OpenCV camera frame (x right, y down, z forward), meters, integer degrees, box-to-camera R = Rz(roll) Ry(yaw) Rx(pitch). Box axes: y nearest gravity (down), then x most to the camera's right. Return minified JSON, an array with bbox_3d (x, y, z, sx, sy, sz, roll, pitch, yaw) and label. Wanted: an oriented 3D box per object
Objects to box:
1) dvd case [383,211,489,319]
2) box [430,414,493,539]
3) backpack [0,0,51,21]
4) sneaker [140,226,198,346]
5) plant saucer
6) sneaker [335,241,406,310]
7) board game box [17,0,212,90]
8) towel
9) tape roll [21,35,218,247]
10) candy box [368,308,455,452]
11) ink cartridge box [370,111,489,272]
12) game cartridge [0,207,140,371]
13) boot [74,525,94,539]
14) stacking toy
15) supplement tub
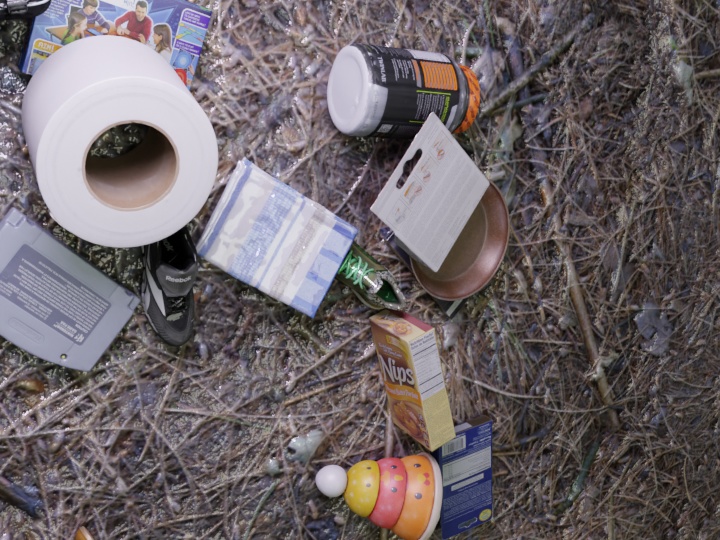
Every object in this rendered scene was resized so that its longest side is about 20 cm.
[{"bbox_3d":[0.139,-0.040,1.365,0.149,0.016,0.200,-49,123,-11],"label":"dvd case"},{"bbox_3d":[0.181,0.368,1.505,0.119,0.032,0.204,-13,110,-28],"label":"box"},{"bbox_3d":[-0.405,-0.351,0.846,0.175,0.150,0.204,-15,107,-23],"label":"backpack"},{"bbox_3d":[-0.244,0.011,1.095,0.065,0.090,0.204,-12,111,-27],"label":"sneaker"},{"bbox_3d":[0.149,-0.055,1.336,0.197,0.036,0.204,-9,107,-29],"label":"plant saucer"},{"bbox_3d":[0.000,0.000,1.246,0.199,0.088,0.078,32,87,-34],"label":"sneaker"},{"bbox_3d":[-0.287,-0.275,1.004,0.197,0.034,0.137,11,106,-35],"label":"board game box"},{"bbox_3d":[-0.114,-0.042,1.167,0.198,0.024,0.148,30,89,-17],"label":"towel"},{"bbox_3d":[-0.275,-0.147,0.970,0.200,0.139,0.206,-15,127,-21],"label":"tape roll"},{"bbox_3d":[0.082,0.168,1.332,0.055,0.115,0.203,-25,117,-23],"label":"candy box"},{"bbox_3d":[0.092,-0.111,1.207,0.200,0.050,0.162,38,83,-47],"label":"ink cartridge box"},{"bbox_3d":[-0.387,0.034,1.047,0.200,0.041,0.134,42,77,-34],"label":"game cartridge"},{"bbox_3d":[-0.399,0.457,1.146,0.142,0.070,0.204,-25,121,-27],"label":"boot"},{"bbox_3d":[0.022,0.354,1.362,0.197,0.146,0.149,13,98,-18],"label":"stacking toy"},{"bbox_3d":[0.063,-0.247,1.190,0.197,0.122,0.125,-1,106,-32],"label":"supplement tub"}]
